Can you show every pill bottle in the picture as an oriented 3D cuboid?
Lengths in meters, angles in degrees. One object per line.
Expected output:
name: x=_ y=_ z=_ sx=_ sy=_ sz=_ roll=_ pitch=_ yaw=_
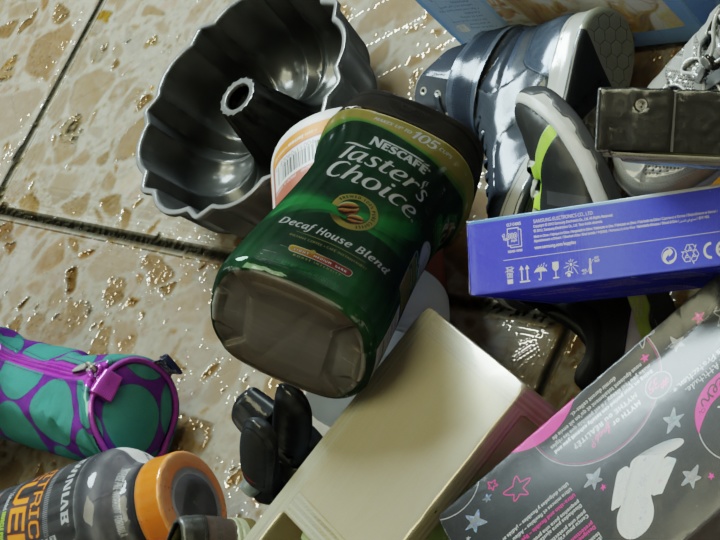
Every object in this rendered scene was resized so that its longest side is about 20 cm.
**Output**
pill bottle: x=-0.186 y=0.183 z=1.346 sx=0.199 sy=0.106 sz=0.107 roll=-22 pitch=49 yaw=29
pill bottle: x=0.000 y=0.000 z=1.299 sx=0.112 sy=0.112 sz=0.201 roll=-27 pitch=47 yaw=26

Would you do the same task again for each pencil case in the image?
pencil case: x=-0.218 y=0.090 z=1.449 sx=0.199 sy=0.093 sz=0.085 roll=7 pitch=43 yaw=47

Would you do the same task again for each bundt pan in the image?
bundt pan: x=-0.068 y=-0.109 z=1.466 sx=0.201 sy=0.076 sz=0.203 roll=-24 pitch=47 yaw=29

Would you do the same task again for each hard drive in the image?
hard drive: x=0.227 y=-0.068 z=0.996 sx=0.199 sy=0.140 sz=0.038 roll=3 pitch=93 yaw=17

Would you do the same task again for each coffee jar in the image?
coffee jar: x=-0.002 y=-0.022 z=1.177 sx=0.104 sy=0.086 sz=0.200 roll=22 pitch=44 yaw=11

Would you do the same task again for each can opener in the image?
can opener: x=-0.055 y=0.110 z=1.236 sx=0.064 sy=0.078 sz=0.200 roll=-57 pitch=-4 yaw=-10

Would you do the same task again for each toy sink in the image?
toy sink: x=0.042 y=0.149 z=1.140 sx=0.200 sy=0.130 sz=0.112 roll=-51 pitch=41 yaw=0

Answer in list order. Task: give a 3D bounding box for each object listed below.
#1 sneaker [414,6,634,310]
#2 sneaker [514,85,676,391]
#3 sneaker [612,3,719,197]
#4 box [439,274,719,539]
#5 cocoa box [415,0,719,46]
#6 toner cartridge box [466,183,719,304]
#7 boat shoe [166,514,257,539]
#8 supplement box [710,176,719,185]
sneaker: x=0.091 y=-0.070 z=1.294 sx=0.146 sy=0.077 sz=0.203 roll=1 pitch=67 yaw=48
sneaker: x=0.121 y=-0.014 z=1.170 sx=0.082 sy=0.072 sz=0.201 roll=-25 pitch=73 yaw=3
sneaker: x=0.208 y=-0.124 z=1.127 sx=0.200 sy=0.082 sz=0.075 roll=-50 pitch=60 yaw=16
box: x=0.168 y=0.128 z=1.036 sx=0.200 sy=0.132 sz=0.115 roll=-42 pitch=45 yaw=12
cocoa box: x=0.137 y=-0.231 z=1.320 sx=0.199 sy=0.133 sz=0.132 roll=-1 pitch=61 yaw=43
toner cartridge box: x=0.163 y=-0.014 z=1.052 sx=0.199 sy=0.095 sz=0.043 roll=-8 pitch=83 yaw=36
boat shoe: x=-0.124 y=0.240 z=1.241 sx=0.202 sy=0.066 sz=0.072 roll=-66 pitch=23 yaw=12
supplement box: x=0.275 y=-0.065 z=1.125 sx=0.200 sy=0.069 sz=0.067 roll=-48 pitch=38 yaw=9
